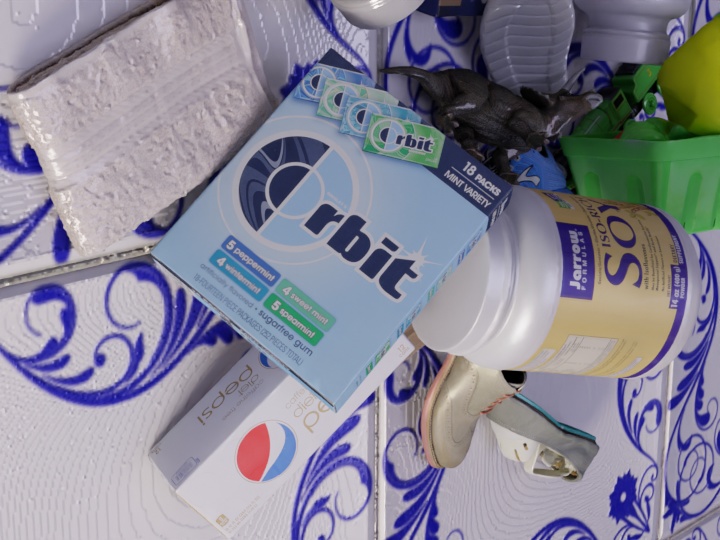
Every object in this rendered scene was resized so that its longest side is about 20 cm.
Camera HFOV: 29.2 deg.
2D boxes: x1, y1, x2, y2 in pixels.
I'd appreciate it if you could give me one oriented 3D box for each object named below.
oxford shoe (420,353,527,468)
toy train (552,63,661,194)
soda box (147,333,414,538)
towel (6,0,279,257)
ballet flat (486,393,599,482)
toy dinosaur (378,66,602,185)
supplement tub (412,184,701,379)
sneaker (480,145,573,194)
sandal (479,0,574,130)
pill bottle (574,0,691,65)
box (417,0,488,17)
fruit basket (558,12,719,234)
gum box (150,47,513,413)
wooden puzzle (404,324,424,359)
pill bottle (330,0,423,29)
[{"bbox_3d":[0.104,0.104,1.222,0.071,0.074,0.201,-41,148,-49],"label":"oxford shoe"},{"bbox_3d":[0.245,-0.145,1.366,0.200,0.042,0.056,-50,123,-27],"label":"toy train"},{"bbox_3d":[-0.058,0.097,1.023,0.200,0.064,0.068,-45,123,-6],"label":"soda box"},{"bbox_3d":[-0.140,-0.111,0.947,0.200,0.034,0.133,-41,127,-33],"label":"towel"},{"bbox_3d":[0.171,0.165,1.346,0.200,0.067,0.064,32,84,-47],"label":"ballet flat"},{"bbox_3d":[0.105,-0.133,1.175,0.102,0.199,0.077,-90,-166,-52],"label":"toy dinosaur"},{"bbox_3d":[0.151,0.009,1.092,0.199,0.145,0.146,6,96,-28],"label":"supplement tub"},{"bbox_3d":[0.122,-0.069,1.225,0.200,0.078,0.089,-26,96,-57],"label":"sneaker"},{"bbox_3d":[0.145,-0.195,1.215,0.203,0.082,0.050,77,3,-53],"label":"sandal"},{"bbox_3d":[0.256,-0.294,1.281,0.111,0.111,0.201,-5,104,-47],"label":"pill bottle"},{"bbox_3d":[0.108,-0.277,1.165,0.200,0.032,0.122,-12,121,-45],"label":"box"},{"bbox_3d":[0.301,-0.138,1.273,0.215,0.155,0.217,-6,100,-37],"label":"fruit basket"},{"bbox_3d":[-0.019,-0.030,0.981,0.200,0.170,0.045,-50,169,-10],"label":"gum box"},{"bbox_3d":[0.000,0.000,1.130,0.200,0.046,0.186,-38,127,-41],"label":"wooden puzzle"},{"bbox_3d":[-0.027,-0.265,0.972,0.200,0.112,0.113,46,66,-45],"label":"pill bottle"}]
